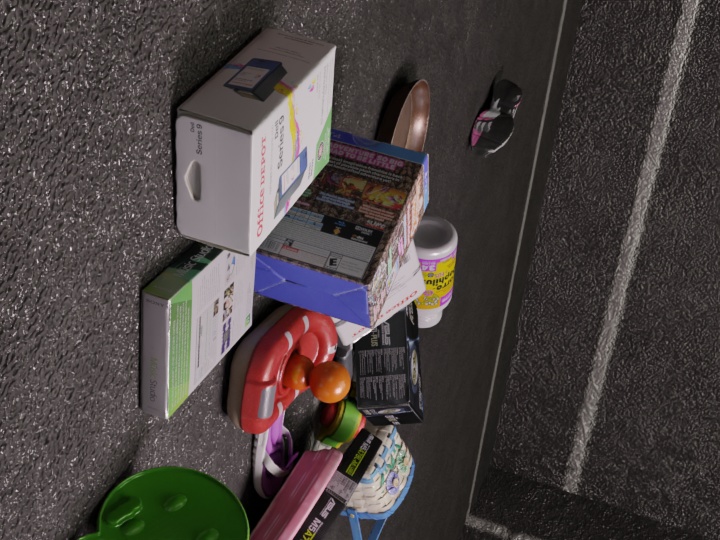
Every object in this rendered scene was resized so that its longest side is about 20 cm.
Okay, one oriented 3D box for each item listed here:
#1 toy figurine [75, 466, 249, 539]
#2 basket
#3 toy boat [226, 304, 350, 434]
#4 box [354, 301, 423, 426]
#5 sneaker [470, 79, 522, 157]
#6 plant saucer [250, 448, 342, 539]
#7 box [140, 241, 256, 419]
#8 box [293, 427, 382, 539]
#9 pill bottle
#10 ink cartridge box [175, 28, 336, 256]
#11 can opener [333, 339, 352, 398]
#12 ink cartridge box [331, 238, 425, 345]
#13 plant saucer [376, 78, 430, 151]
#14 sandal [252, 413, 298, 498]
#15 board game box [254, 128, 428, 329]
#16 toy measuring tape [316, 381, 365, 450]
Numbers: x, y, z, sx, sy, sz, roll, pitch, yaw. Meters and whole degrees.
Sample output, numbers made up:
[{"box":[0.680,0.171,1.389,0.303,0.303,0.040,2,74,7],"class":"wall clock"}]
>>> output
[{"box":[-0.218,0.327,1.154,0.199,0.150,0.185,-26,144,-41],"class":"toy figurine"},{"box":[0.018,0.375,1.985,0.177,0.138,0.201,-60,150,-44],"class":"basket"},{"box":[-0.073,0.126,1.418,0.200,0.130,0.131,-46,149,-60],"class":"toy boat"},{"box":[0.045,0.134,1.818,0.164,0.085,0.202,58,28,-69],"class":"box"},{"box":[0.286,-0.302,2.395,0.201,0.080,0.087,-57,169,-32],"class":"sneaker"},{"box":[-0.098,0.328,1.593,0.201,0.051,0.201,-57,179,-2],"class":"plant saucer"},{"box":[-0.166,0.041,1.188,0.200,0.036,0.145,-53,154,-57],"class":"box"},{"box":[-0.053,0.354,1.699,0.194,0.047,0.200,-60,175,23],"class":"box"},{"box":[0.115,0.007,2.029,0.201,0.104,0.105,91,21,-44],"class":"pill bottle"},{"box":[-0.102,-0.132,1.141,0.200,0.087,0.146,-53,155,-49],"class":"ink cartridge box"},{"box":[-0.031,0.110,1.708,0.201,0.053,0.067,89,23,-50],"class":"can opener"},{"box":[0.000,0.000,1.525,0.146,0.085,0.200,-34,156,-7],"class":"ink cartridge box"},{"box":[0.060,-0.199,1.759,0.200,0.034,0.202,16,90,-74],"class":"plant saucer"},{"box":[-0.112,0.249,1.558,0.204,0.049,0.083,91,22,-45],"class":"sandal"},{"box":[-0.024,-0.056,1.357,0.097,0.158,0.201,84,27,-56],"class":"board game box"},{"box":[-0.042,0.270,1.798,0.201,0.073,0.074,-67,164,-4],"class":"toy measuring tape"}]
